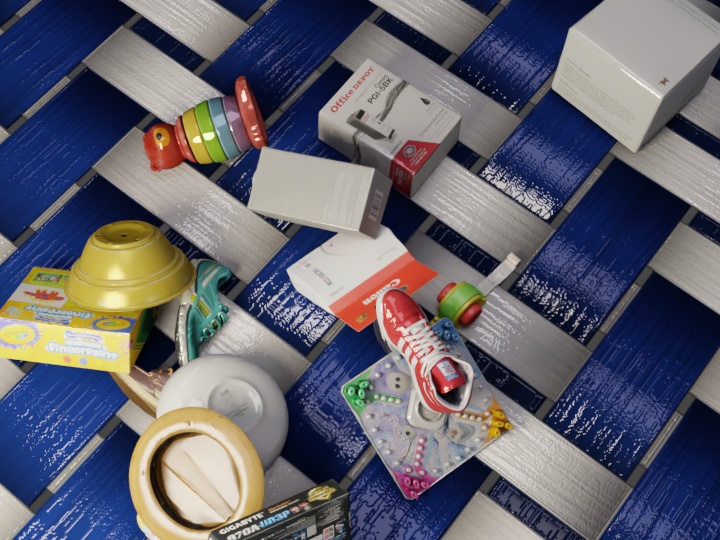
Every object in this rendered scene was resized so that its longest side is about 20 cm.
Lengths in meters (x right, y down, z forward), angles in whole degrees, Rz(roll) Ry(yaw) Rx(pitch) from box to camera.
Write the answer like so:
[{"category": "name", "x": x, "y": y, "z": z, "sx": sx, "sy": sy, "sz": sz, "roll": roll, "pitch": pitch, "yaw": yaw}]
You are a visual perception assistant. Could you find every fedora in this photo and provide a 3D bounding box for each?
[{"category": "fedora", "x": -0.216, "y": 0.285, "z": 1.519, "sx": 0.200, "sy": 0.082, "sz": 0.201, "roll": -1, "pitch": 83, "yaw": 12}]

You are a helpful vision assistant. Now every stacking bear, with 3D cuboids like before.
[{"category": "stacking bear", "x": -0.263, "y": -0.227, "z": 1.843, "sx": 0.200, "sy": 0.114, "sz": 0.122, "roll": -18, "pitch": 79, "yaw": 2}]

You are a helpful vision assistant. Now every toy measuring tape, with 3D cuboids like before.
[{"category": "toy measuring tape", "x": 0.183, "y": 0.029, "z": 1.750, "sx": 0.200, "sy": 0.074, "sz": 0.074, "roll": -40, "pitch": 71, "yaw": -18}]

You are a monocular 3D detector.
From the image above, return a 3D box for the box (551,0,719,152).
[{"category": "box", "x": 0.472, "y": -0.357, "z": 1.887, "sx": 0.199, "sy": 0.171, "sz": 0.200, "roll": 42, "pitch": 71, "yaw": 17}]

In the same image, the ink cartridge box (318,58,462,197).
[{"category": "ink cartridge box", "x": 0.048, "y": -0.243, "z": 1.870, "sx": 0.200, "sy": 0.083, "sz": 0.147, "roll": 34, "pitch": 69, "yaw": 13}]

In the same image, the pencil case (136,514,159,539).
[{"category": "pencil case", "x": -0.234, "y": 0.403, "z": 1.552, "sx": 0.091, "sy": 0.083, "sz": 0.200, "roll": -38, "pitch": 69, "yaw": 1}]

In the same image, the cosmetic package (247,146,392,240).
[{"category": "cosmetic package", "x": -0.066, "y": -0.121, "z": 1.737, "sx": 0.200, "sy": 0.090, "sz": 0.107, "roll": 15, "pitch": 87, "yaw": 24}]

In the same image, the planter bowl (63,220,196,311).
[{"category": "planter bowl", "x": -0.351, "y": -0.021, "z": 1.669, "sx": 0.200, "sy": 0.084, "sz": 0.200, "roll": -2, "pitch": 28, "yaw": 1}]

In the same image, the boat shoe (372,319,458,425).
[{"category": "boat shoe", "x": 0.087, "y": 0.141, "z": 1.700, "sx": 0.075, "sy": 0.093, "sz": 0.200, "roll": -25, "pitch": 95, "yaw": -18}]

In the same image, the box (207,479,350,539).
[{"category": "box", "x": -0.103, "y": 0.389, "z": 1.490, "sx": 0.200, "sy": 0.159, "sz": 0.046, "roll": -18, "pitch": 29, "yaw": -33}]

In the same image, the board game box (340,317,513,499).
[{"category": "board game box", "x": 0.103, "y": 0.204, "z": 1.638, "sx": 0.200, "sy": 0.026, "sz": 0.200, "roll": -33, "pitch": 97, "yaw": -16}]

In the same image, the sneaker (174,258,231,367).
[{"category": "sneaker", "x": -0.245, "y": 0.072, "z": 1.720, "sx": 0.080, "sy": 0.078, "sz": 0.200, "roll": 9, "pitch": 64, "yaw": -7}]

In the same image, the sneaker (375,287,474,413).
[{"category": "sneaker", "x": 0.094, "y": 0.113, "z": 1.567, "sx": 0.071, "sy": 0.112, "sz": 0.200, "roll": -30, "pitch": 97, "yaw": -15}]

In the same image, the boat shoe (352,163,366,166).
[{"category": "boat shoe", "x": -0.075, "y": -0.138, "z": 1.826, "sx": 0.200, "sy": 0.066, "sz": 0.070, "roll": -7, "pitch": 64, "yaw": -5}]

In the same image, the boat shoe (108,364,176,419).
[{"category": "boat shoe", "x": -0.294, "y": 0.183, "z": 1.666, "sx": 0.200, "sy": 0.072, "sz": 0.072, "roll": 36, "pitch": 65, "yaw": 10}]

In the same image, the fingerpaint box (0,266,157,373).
[{"category": "fingerpaint box", "x": -0.422, "y": 0.073, "z": 1.670, "sx": 0.200, "sy": 0.073, "sz": 0.167, "roll": 7, "pitch": 27, "yaw": 1}]

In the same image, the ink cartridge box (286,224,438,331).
[{"category": "ink cartridge box", "x": 0.000, "y": 0.000, "z": 1.716, "sx": 0.162, "sy": 0.057, "sz": 0.200, "roll": -35, "pitch": 29, "yaw": -17}]

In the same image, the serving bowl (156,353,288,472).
[{"category": "serving bowl", "x": -0.193, "y": 0.208, "z": 1.619, "sx": 0.200, "sy": 0.066, "sz": 0.200, "roll": 11, "pitch": 61, "yaw": -20}]
